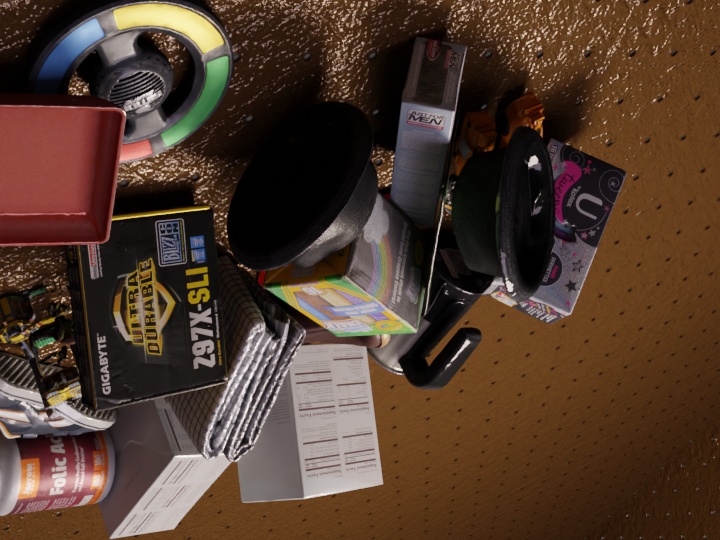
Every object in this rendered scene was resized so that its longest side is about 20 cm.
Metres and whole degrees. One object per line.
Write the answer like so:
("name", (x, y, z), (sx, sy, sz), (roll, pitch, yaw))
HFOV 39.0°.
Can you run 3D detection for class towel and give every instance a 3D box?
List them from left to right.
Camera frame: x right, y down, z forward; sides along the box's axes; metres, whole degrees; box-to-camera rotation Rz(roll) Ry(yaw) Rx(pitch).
("towel", (-0.159, 0.105, 1.236), (0.085, 0.166, 0.202), (13, 110, -36))

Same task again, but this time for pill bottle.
("pill bottle", (-0.432, 0.256, 1.325), (0.198, 0.115, 0.114), (4, 138, -46))

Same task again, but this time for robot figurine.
("robot figurine", (0.171, -0.137, 1.313), (0.143, 0.059, 0.201), (-20, 149, -15))

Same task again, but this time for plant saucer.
("plant saucer", (-0.321, -0.093, 0.918), (0.196, 0.037, 0.201), (-2, 146, -21))

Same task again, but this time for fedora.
("fedora", (-0.046, -0.074, 1.071), (0.200, 0.202, 0.091), (-39, 133, 17))
("fedora", (0.165, -0.067, 1.205), (0.090, 0.204, 0.200), (4, 166, 29))

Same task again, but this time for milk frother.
("milk frother", (0.058, 0.054, 1.427), (0.198, 0.182, 0.189), (21, 127, -23))

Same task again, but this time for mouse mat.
("mouse mat", (0.092, -0.067, 1.153), (0.007, 0.163, 0.202), (10, 137, 3))

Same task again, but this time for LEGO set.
("LEGO set", (-0.311, 0.083, 1.159), (0.197, 0.117, 0.155), (-18, 149, -20))

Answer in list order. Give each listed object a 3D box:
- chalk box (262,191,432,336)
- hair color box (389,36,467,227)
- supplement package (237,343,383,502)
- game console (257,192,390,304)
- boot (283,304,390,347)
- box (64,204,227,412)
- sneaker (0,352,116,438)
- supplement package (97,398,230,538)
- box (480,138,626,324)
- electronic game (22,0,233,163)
("chalk box", (0.000, 0.000, 1.200), (0.122, 0.126, 0.200), (-5, 151, 34))
("hair color box", (0.073, -0.151, 1.149), (0.060, 0.100, 0.201), (11, 146, 3))
("supplement package", (-0.080, 0.215, 1.444), (0.149, 0.204, 0.151), (1, 168, -42))
("game console", (-0.039, -0.026, 1.336), (0.197, 0.031, 0.178), (-14, 152, -25))
("boot", (-0.063, 0.080, 1.329), (0.164, 0.074, 0.199), (-16, -169, -20))
("box", (-0.231, 0.036, 1.104), (0.158, 0.204, 0.049), (-9, -170, -35))
("sneaker", (-0.396, 0.164, 1.254), (0.079, 0.079, 0.199), (-42, 138, 14))
("supplement package", (-0.280, 0.242, 1.395), (0.110, 0.157, 0.200), (5, 137, -44))
("box", (0.253, -0.047, 1.339), (0.132, 0.113, 0.203), (97, 16, -82))
("electronic game", (-0.210, -0.172, 0.933), (0.197, 0.042, 0.201), (-23, 150, -14))
